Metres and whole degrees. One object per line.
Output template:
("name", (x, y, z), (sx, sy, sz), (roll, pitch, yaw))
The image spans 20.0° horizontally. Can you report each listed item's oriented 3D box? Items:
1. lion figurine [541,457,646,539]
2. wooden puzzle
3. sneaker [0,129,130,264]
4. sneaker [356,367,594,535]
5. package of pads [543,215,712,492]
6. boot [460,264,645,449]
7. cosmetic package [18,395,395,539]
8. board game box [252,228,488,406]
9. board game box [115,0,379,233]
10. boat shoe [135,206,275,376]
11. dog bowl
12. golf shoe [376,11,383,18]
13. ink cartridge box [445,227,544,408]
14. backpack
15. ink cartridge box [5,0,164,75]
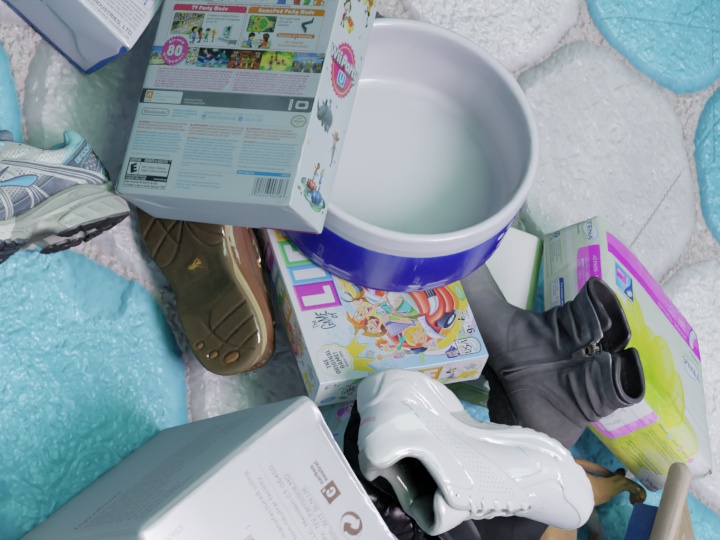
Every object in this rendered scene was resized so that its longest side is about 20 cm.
("lion figurine", (0.157, 0.220, 1.668), (0.122, 0.072, 0.200), (35, 52, -23))
("wooden puzzle", (0.229, 0.272, 1.662), (0.200, 0.046, 0.186), (73, 34, -59))
("sneaker", (-0.260, -0.048, 1.422), (0.200, 0.078, 0.087), (-16, 77, -45))
("sneaker", (0.076, 0.154, 1.458), (0.200, 0.078, 0.100), (26, 54, -16))
("package of pads", (0.222, 0.074, 1.683), (0.200, 0.068, 0.155), (45, 34, -41))
("boot", (0.141, 0.041, 1.557), (0.070, 0.132, 0.200), (2, 54, -47))
("cosmetic package", (-0.101, 0.207, 1.391), (0.166, 0.200, 0.168), (-38, 103, -35))
("board game box", (0.000, 0.000, 1.537), (0.134, 0.034, 0.200), (-9, 59, -19))
("board game box", (-0.078, -0.134, 1.455), (0.064, 0.147, 0.201), (36, 64, -60))
("boat shoe", (-0.113, -0.018, 1.525), (0.068, 0.072, 0.201), (5, 65, -69))
("dog bowl", (0.029, -0.087, 1.526), (0.199, 0.079, 0.201), (5, 59, -9))
("golf shoe", (0.031, -0.113, 1.649), (0.200, 0.073, 0.092), (47, 71, -10))
("ink cartridge box", (0.046, 0.013, 1.641), (0.199, 0.048, 0.146), (20, 68, -20))
("backpack", (0.037, 0.174, 1.548), (0.200, 0.126, 0.167), (40, 46, -20))
("ink cartridge box", (-0.185, -0.267, 1.513), (0.136, 0.076, 0.200), (43, 59, -22))
